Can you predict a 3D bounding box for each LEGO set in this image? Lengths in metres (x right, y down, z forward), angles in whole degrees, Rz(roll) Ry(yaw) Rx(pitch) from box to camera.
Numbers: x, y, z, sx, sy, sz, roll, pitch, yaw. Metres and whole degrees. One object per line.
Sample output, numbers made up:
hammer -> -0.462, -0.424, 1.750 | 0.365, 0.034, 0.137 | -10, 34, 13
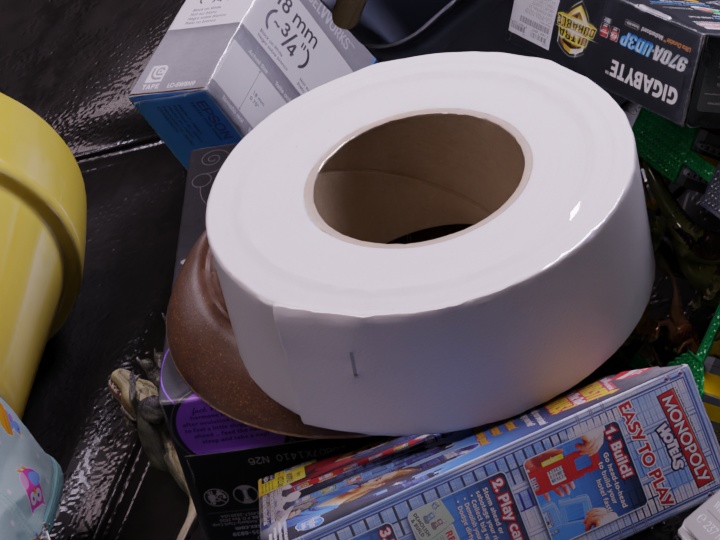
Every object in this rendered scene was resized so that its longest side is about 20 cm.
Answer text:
LEGO set -> 0.186, 0.008, 1.338 | 0.200, 0.115, 0.155 | 31, 102, 64

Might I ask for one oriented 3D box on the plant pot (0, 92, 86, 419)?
plant pot -> -0.259, 0.022, 1.636 | 0.200, 0.201, 0.190 | -25, 41, 20

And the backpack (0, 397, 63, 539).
backpack -> -0.238, 0.156, 1.491 | 0.175, 0.153, 0.201 | -24, 37, 31

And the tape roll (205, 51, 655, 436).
tape roll -> 0.031, -0.015, 1.299 | 0.201, 0.071, 0.203 | -9, 37, 7

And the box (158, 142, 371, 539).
box -> -0.027, 0.030, 1.460 | 0.121, 0.107, 0.201 | -7, 41, 9

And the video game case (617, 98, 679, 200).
video game case -> 0.154, -0.111, 1.558 | 0.200, 0.022, 0.182 | -45, 34, -8

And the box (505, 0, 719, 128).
box -> 0.194, -0.106, 1.375 | 0.159, 0.199, 0.046 | 34, 117, 55

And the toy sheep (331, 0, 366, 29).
toy sheep -> -0.023, -0.197, 1.428 | 0.138, 0.199, 0.139 | -164, 90, -83

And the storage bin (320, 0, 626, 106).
storage bin -> 0.103, -0.148, 1.509 | 0.200, 0.134, 0.146 | -40, 33, 0

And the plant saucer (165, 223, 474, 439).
plant saucer -> 0.000, 0.000, 1.379 | 0.199, 0.035, 0.201 | -7, 41, 7

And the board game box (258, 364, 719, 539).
board game box -> 0.056, 0.099, 1.268 | 0.199, 0.062, 0.200 | -21, 5, 0

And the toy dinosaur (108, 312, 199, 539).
toy dinosaur -> -0.100, 0.076, 1.509 | 0.047, 0.089, 0.200 | 0, 20, -11

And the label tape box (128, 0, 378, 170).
label tape box -> -0.032, -0.124, 1.636 | 0.063, 0.144, 0.201 | -5, 46, 40

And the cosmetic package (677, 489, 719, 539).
cosmetic package -> 0.246, 0.088, 1.177 | 0.200, 0.090, 0.107 | -43, 31, -2
